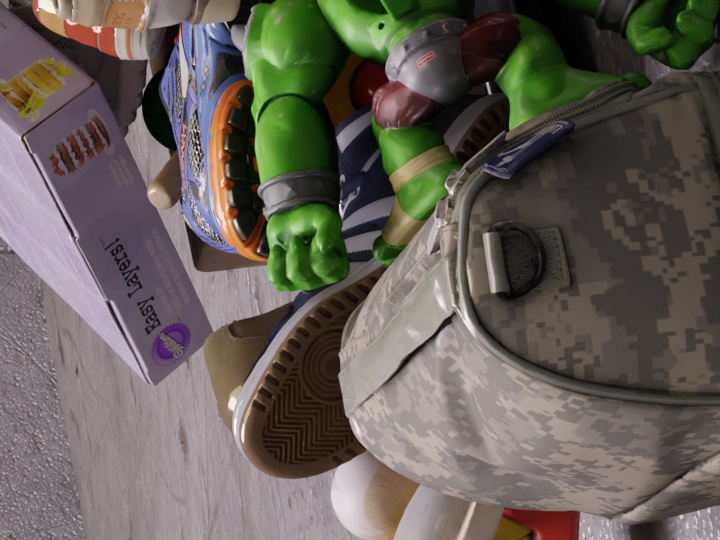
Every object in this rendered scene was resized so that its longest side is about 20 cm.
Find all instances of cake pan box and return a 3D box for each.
[{"bbox_3d":[-0.167,-0.053,1.080,0.184,0.052,0.201,41,161,42],"label":"cake pan box"}]

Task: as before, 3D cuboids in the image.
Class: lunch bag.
[{"bbox_3d":[0.088,0.015,0.757,0.200,0.167,0.140,129,131,-68],"label":"lunch bag"}]

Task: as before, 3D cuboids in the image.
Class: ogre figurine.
[{"bbox_3d":[0.033,-0.088,0.843,0.200,0.098,0.120,-37,70,26],"label":"ogre figurine"}]

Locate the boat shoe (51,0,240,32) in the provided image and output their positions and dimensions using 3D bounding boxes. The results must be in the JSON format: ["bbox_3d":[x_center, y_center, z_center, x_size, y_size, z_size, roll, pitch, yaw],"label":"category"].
[{"bbox_3d":[-0.087,-0.185,0.736,0.075,0.068,0.201,-162,65,-74],"label":"boat shoe"}]

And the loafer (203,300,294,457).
[{"bbox_3d":[0.008,0.024,1.003,0.067,0.199,0.076,48,136,23],"label":"loafer"}]

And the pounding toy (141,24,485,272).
[{"bbox_3d":[-0.036,-0.093,1.094,0.142,0.199,0.185,113,146,-60],"label":"pounding toy"}]

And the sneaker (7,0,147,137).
[{"bbox_3d":[-0.146,-0.140,1.060,0.201,0.081,0.075,103,169,-49],"label":"sneaker"}]

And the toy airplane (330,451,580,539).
[{"bbox_3d":[0.056,0.091,0.952,0.200,0.140,0.200,79,-165,-56],"label":"toy airplane"}]

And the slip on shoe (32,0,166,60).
[{"bbox_3d":[-0.103,-0.189,0.941,0.074,0.061,0.201,92,-171,-68],"label":"slip on shoe"}]

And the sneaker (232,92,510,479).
[{"bbox_3d":[0.000,0.000,0.935,0.070,0.200,0.108,44,169,-29],"label":"sneaker"}]

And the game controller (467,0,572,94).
[{"bbox_3d":[0.079,-0.095,1.002,0.104,0.042,0.201,84,174,-71],"label":"game controller"}]

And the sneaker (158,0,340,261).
[{"bbox_3d":[-0.058,-0.101,0.920,0.078,0.075,0.201,-10,76,54],"label":"sneaker"}]
